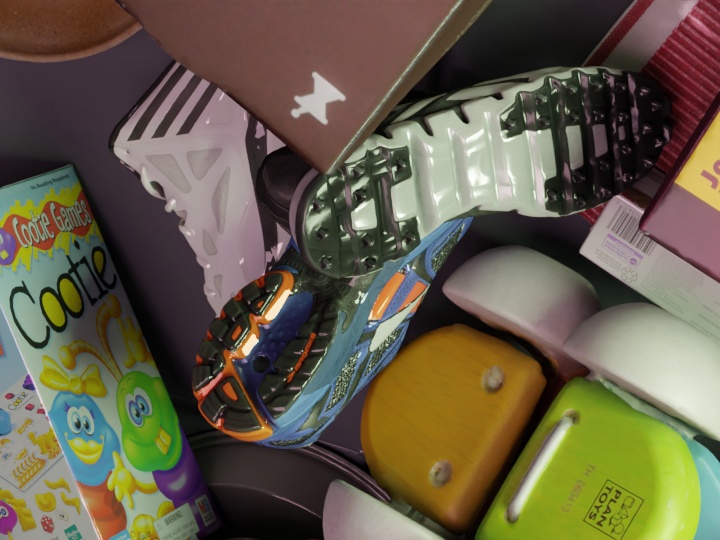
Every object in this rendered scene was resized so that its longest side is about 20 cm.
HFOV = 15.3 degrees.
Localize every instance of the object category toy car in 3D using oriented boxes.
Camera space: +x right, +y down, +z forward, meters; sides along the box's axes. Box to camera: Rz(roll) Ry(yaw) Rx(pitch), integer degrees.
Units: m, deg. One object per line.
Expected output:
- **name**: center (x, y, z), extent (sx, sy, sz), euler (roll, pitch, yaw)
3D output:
- **toy car**: center (0.094, 0.100, 1.235), extent (0.150, 0.175, 0.200), euler (34, 175, -40)

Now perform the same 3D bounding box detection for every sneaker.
- **sneaker**: center (0.000, 0.000, 1.239), extent (0.075, 0.078, 0.200), euler (37, 83, 27)
- **sneaker**: center (-0.062, -0.022, 1.303), extent (0.115, 0.076, 0.201), euler (18, 119, 29)
- **sneaker**: center (0.040, -0.055, 1.167), extent (0.090, 0.200, 0.067), euler (29, 131, 54)

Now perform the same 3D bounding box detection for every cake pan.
- **cake pan**: center (-0.049, 0.180, 1.405), extent (0.200, 0.037, 0.201), euler (10, 118, 19)

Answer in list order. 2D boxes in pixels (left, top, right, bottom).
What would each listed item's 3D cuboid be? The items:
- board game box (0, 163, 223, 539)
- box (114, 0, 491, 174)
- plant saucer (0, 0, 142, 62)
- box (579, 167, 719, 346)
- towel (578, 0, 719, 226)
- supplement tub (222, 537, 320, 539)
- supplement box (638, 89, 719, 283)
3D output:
- **board game box**: center (-0.169, 0.064, 1.337), extent (0.105, 0.103, 0.201), euler (-21, 92, 30)
- **box**: center (0.001, -0.180, 1.110), extent (0.166, 0.200, 0.164), euler (40, 123, 0)
- **plant saucer**: center (-0.160, -0.199, 1.267), extent (0.200, 0.035, 0.201), euler (10, 119, 19)
- **box**: center (0.193, 0.025, 1.198), extent (0.200, 0.039, 0.042), euler (33, 126, 7)
- **towel**: center (0.183, -0.037, 1.208), extent (0.200, 0.023, 0.144), euler (40, 125, 2)
- **supplement tub**: center (-0.091, 0.207, 1.341), extent (0.200, 0.123, 0.123), euler (-23, 104, 30)
- **supplement box**: center (0.230, -0.013, 1.122), extent (0.200, 0.086, 0.111), euler (33, 102, 4)
